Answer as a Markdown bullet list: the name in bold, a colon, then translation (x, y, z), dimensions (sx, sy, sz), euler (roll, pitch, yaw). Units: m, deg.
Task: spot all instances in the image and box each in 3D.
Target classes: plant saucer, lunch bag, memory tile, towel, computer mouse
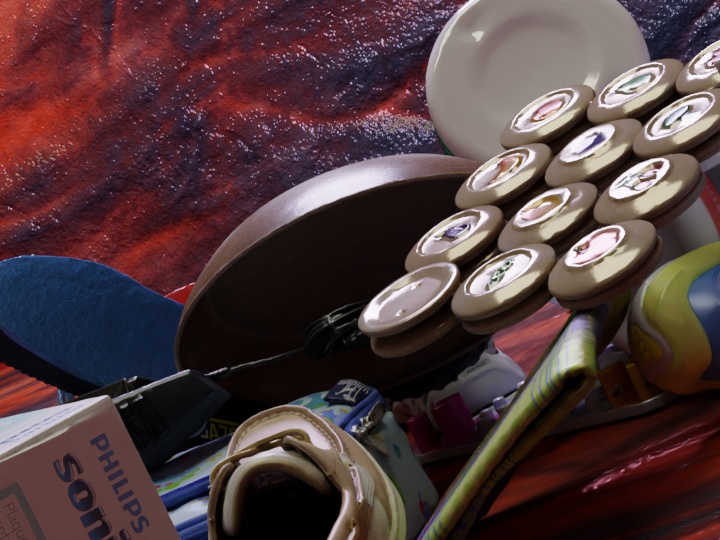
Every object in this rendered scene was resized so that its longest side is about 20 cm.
- **plant saucer**: translation (0.000, 0.000, 1.455), dimensions (0.200, 0.037, 0.200), euler (-17, -30, -10)
- **lunch bag**: translation (-0.072, 0.129, 1.331), dimensions (0.200, 0.083, 0.161), euler (-24, 8, 22)
- **memory tile**: translation (0.092, -0.036, 1.298), dimensions (0.153, 0.017, 0.200), euler (-15, 27, 39)
- **towel**: translation (0.063, 0.072, 1.239), dimensions (0.144, 0.023, 0.200), euler (-55, -3, 12)
- **computer mouse**: translation (-0.052, 0.056, 1.363), dimensions (0.200, 0.034, 0.059), euler (-22, -13, -8)

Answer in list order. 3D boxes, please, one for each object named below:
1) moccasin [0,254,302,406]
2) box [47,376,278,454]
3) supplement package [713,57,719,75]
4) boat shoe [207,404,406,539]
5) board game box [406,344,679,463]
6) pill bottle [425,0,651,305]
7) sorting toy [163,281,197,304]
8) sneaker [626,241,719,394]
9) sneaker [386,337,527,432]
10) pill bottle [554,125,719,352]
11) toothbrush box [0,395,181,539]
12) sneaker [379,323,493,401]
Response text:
- **moccasin**: translation (-0.118, 0.051, 1.502), dimensions (0.200, 0.081, 0.068), euler (22, -38, -35)
- **box**: translation (-0.129, 0.113, 1.514), dimensions (0.193, 0.048, 0.200), euler (-20, -20, 30)
- **supplement package**: translation (0.248, -0.056, 1.225), dimensions (0.111, 0.156, 0.200), euler (-24, 5, 26)
- **boat shoe**: translation (-0.024, 0.096, 1.151), dimensions (0.074, 0.066, 0.200), euler (-27, 26, 3)
- **board game box**: translation (0.147, 0.034, 1.532), dimensions (0.200, 0.026, 0.200), euler (-29, 7, -36)
- **pill bottle**: translation (0.103, -0.060, 1.548), dimensions (0.113, 0.113, 0.200), euler (-25, -25, 1)
- **sorting toy**: translation (-0.043, 0.032, 1.777), dimensions (0.200, 0.070, 0.199), euler (-30, -15, 0)
- **sneaker**: translation (0.216, 0.009, 1.316), dimensions (0.200, 0.076, 0.105), euler (-28, 24, -33)
- **sneaker**: translation (0.028, 0.046, 1.691), dimensions (0.075, 0.081, 0.200), euler (-29, 5, -22)
- **pill bottle**: translation (0.190, -0.047, 1.430), dimensions (0.200, 0.116, 0.116), euler (-27, 5, -33)
- **toothbrush box**: translation (-0.135, 0.137, 1.169), dimensions (0.085, 0.147, 0.200), euler (-29, 7, -28)
- **sneaker**: translation (-0.013, 0.030, 1.600), dimensions (0.200, 0.074, 0.079), euler (-18, 42, 34)
